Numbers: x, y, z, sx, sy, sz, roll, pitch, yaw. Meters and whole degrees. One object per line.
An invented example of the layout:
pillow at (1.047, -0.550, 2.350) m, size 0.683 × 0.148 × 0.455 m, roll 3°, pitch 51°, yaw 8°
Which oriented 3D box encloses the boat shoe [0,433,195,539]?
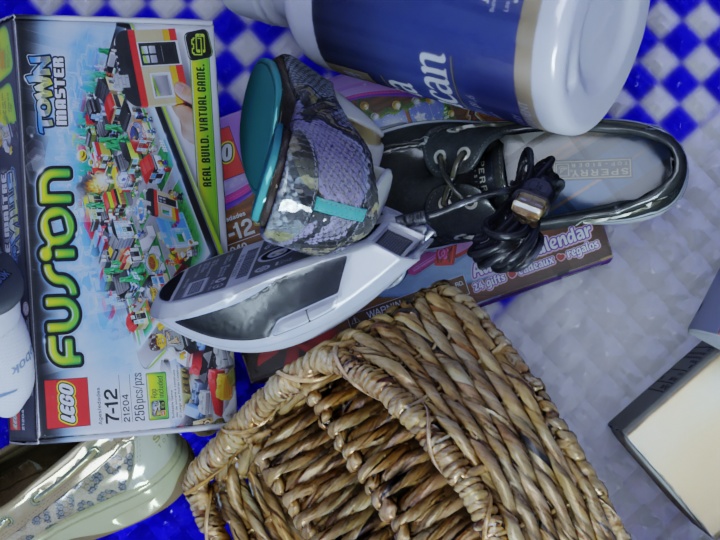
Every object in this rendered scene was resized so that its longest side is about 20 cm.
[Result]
boat shoe at (-0.185, 0.115, 1.052) m, size 0.199 × 0.073 × 0.063 m, roll -26°, pitch 122°, yaw 3°

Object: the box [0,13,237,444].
box at (-0.119, -0.020, 0.994) m, size 0.110 × 0.035 × 0.201 m, roll -3°, pitch 89°, yaw -34°

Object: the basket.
basket at (0.026, 0.126, 0.952) m, size 0.149 × 0.143 × 0.201 m, roll -26°, pitch 73°, yaw -17°

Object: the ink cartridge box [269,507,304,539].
ink cartridge box at (0.044, 0.179, 1.031) m, size 0.199 × 0.050 × 0.163 m, roll 22°, pitch 67°, yaw 7°

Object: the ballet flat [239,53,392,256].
ballet flat at (-0.020, -0.052, 0.973) m, size 0.072 × 0.200 × 0.072 m, roll -2°, pitch 108°, yaw -5°

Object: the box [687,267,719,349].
box at (0.267, 0.020, 0.926) m, size 0.199 × 0.097 × 0.125 m, roll 28°, pitch 91°, yaw 1°

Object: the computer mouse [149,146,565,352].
computer mouse at (0.000, 0.000, 0.958) m, size 0.199 × 0.110 × 0.044 m, roll -17°, pitch 107°, yaw 12°

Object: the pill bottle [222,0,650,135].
pill bottle at (0.032, -0.142, 1.011) m, size 0.199 × 0.111 × 0.112 m, roll 18°, pitch 88°, yaw 26°

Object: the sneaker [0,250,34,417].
sneaker at (-0.240, 0.042, 0.932) m, size 0.199 × 0.075 × 0.087 m, roll -2°, pitch 129°, yaw 14°

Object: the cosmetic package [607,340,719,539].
cosmetic package at (0.222, 0.040, 1.027) m, size 0.200 × 0.105 × 0.071 m, roll -41°, pitch 87°, yaw 2°

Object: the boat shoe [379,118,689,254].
boat shoe at (0.064, -0.047, 1.024) m, size 0.199 × 0.057 × 0.069 m, roll -7°, pitch 87°, yaw 2°

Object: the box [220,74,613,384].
box at (0.016, -0.037, 1.075) m, size 0.199 × 0.039 × 0.137 m, roll -20°, pitch 85°, yaw 2°

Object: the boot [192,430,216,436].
boot at (-0.157, 0.001, 1.079) m, size 0.143 × 0.071 × 0.202 m, roll -14°, pitch 93°, yaw 15°
